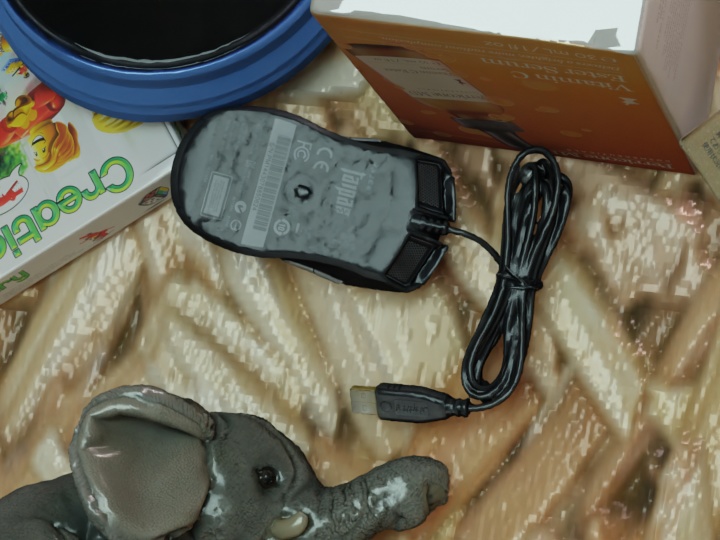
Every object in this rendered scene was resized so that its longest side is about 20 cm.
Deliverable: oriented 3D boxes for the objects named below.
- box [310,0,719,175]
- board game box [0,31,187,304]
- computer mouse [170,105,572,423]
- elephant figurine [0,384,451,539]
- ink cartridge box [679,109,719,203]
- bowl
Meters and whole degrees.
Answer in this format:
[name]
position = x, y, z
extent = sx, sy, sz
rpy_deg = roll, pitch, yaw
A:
[box]
position = 0.080, -0.128, 1.356
extent = 0.151, 0.200, 0.107
rpy_deg = 8, 78, 17
[board game box]
position = -0.191, -0.052, 1.503
extent = 0.199, 0.035, 0.127
rpy_deg = -32, 71, 7
[computer mouse]
position = 0.000, 0.000, 1.437
extent = 0.198, 0.046, 0.142
rpy_deg = 9, 85, 12
[elephant figurine]
position = -0.089, 0.116, 1.403
extent = 0.200, 0.155, 0.141
rpy_deg = -49, 27, -10
[ink cartridge box]
position = 0.268, -0.026, 1.330
extent = 0.164, 0.075, 0.201
rpy_deg = -37, 72, 17
[bowl]
position = -0.096, -0.173, 1.477
extent = 0.199, 0.039, 0.202
rpy_deg = -2, 67, 6
